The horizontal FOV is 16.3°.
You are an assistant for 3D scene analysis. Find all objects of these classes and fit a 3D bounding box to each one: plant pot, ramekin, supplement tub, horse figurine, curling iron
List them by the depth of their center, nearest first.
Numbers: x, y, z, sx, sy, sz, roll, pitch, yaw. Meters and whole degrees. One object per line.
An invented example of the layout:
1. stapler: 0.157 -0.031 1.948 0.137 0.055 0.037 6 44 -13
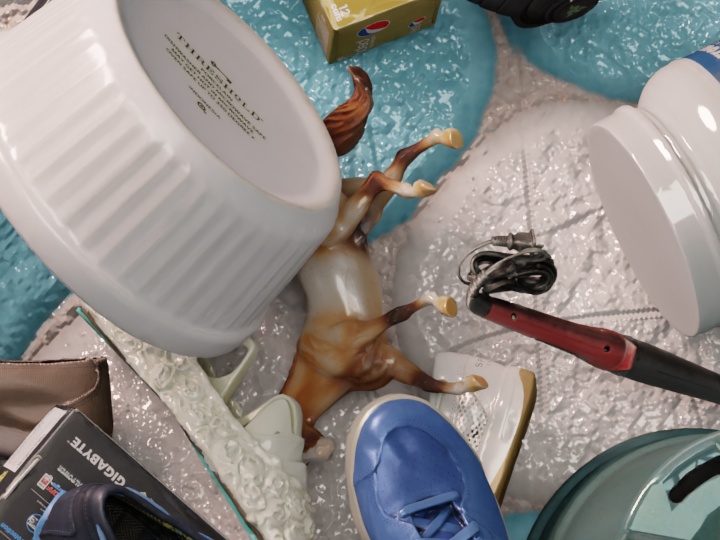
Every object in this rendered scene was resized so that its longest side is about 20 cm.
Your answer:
1. plant pot: 0.183 0.161 1.232 0.199 0.196 0.201 1 77 -3
2. ramekin: -0.096 -0.063 1.251 0.094 0.202 0.203 -40 81 23
3. curling iron: 0.133 0.034 1.297 0.199 0.026 0.050 28 114 -28
4. supplement tub: 0.234 -0.063 1.307 0.199 0.145 0.145 -25 80 -8
5. horse figurine: 0.000 0.000 1.314 0.050 0.132 0.201 5 74 -47

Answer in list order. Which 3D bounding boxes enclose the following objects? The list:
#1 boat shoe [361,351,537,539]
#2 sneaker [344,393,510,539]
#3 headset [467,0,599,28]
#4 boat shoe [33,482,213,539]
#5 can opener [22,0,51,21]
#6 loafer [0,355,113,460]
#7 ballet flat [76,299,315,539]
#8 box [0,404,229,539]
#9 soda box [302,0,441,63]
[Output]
1. boat shoe: 0.030 0.138 1.298 0.069 0.071 0.201 18 74 8
2. sneaker: 0.055 0.153 1.197 0.076 0.111 0.201 -16 89 -16
3. headset: 0.112 -0.194 1.346 0.199 0.094 0.124 13 58 -25
4. boat shoe: -0.069 0.177 1.206 0.200 0.069 0.084 35 56 -16
5. can opener: -0.133 -0.160 1.356 0.063 0.079 0.200 44 92 12
6. loafer: -0.219 0.050 1.299 0.199 0.073 0.071 15 90 -10
7. ballet flat: -0.071 0.068 1.291 0.072 0.072 0.200 -36 74 -9
8. box: -0.124 0.190 1.259 0.200 0.046 0.159 42 78 -13
9. soda box: -0.022 -0.220 1.370 0.067 0.064 0.201 -21 80 -8
